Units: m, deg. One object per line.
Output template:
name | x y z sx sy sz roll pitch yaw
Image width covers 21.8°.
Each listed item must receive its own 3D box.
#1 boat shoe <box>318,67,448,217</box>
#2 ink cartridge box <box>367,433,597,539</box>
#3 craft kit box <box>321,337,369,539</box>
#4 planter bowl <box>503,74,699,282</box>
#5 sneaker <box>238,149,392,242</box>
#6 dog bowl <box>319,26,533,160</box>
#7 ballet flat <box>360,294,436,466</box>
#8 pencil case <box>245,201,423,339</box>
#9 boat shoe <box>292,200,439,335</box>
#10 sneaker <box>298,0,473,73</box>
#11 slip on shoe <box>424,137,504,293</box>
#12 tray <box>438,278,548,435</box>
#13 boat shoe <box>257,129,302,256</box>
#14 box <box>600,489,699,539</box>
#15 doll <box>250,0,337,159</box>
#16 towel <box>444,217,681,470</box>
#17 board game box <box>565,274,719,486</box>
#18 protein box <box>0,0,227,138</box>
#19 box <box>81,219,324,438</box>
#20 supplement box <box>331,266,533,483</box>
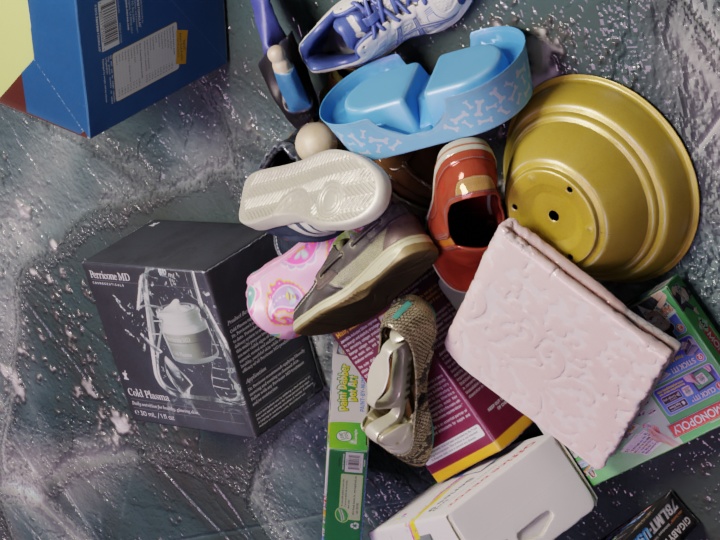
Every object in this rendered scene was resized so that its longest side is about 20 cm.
boat shoe | 0.037 -0.118 1.736 0.200 0.072 0.068 34 136 22
ink cartridge box | 0.116 0.239 1.805 0.088 0.145 0.200 57 156 -3
craft kit box | -0.015 0.192 1.908 0.048 0.198 0.201 5 125 1
planter bowl | 0.187 -0.062 1.625 0.200 0.083 0.201 23 129 31
sneaker | -0.023 -0.063 1.704 0.200 0.084 0.075 2 77 51
dog bowl | 0.062 -0.153 1.646 0.199 0.112 0.050 -14 121 26
ballet flat | 0.032 0.116 1.763 0.068 0.075 0.201 24 130 28
pencil case | -0.027 -0.015 1.821 0.200 0.087 0.088 -40 86 33
boat shoe | 0.000 0.000 1.736 0.201 0.071 0.066 -37 62 48
sneaker | 0.024 -0.227 1.667 0.200 0.088 0.075 -33 90 47
slip on shoe | 0.097 -0.035 1.669 0.200 0.074 0.061 87 171 -56
tray | 0.166 0.065 1.769 0.107 0.022 0.200 -35 90 42
boat shoe | -0.070 -0.068 1.855 0.071 0.091 0.201 35 135 21
box | 0.203 0.312 1.769 0.050 0.198 0.200 51 138 6
doll | -0.071 -0.193 1.744 0.136 0.048 0.201 80 172 -84
towel | 0.174 0.067 1.660 0.191 0.032 0.200 37 144 12
board game box | 0.248 0.103 1.694 0.200 0.029 0.135 -33 94 42
protein box | -0.246 -0.269 1.804 0.134 0.200 0.199 22 129 31
box | -0.169 0.059 2.009 0.199 0.124 0.198 3 116 42
supplement box | 0.072 0.092 1.831 0.200 0.086 0.110 55 138 0
